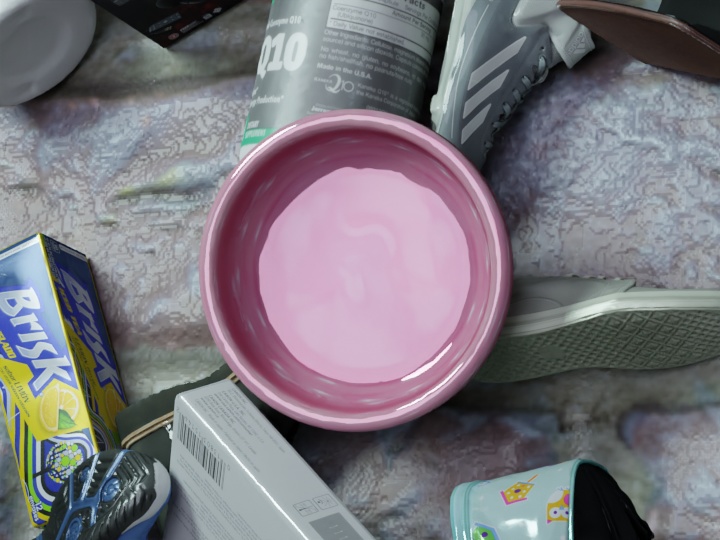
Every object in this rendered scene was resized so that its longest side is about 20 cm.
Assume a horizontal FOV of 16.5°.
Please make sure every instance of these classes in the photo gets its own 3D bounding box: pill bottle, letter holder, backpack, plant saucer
[{"bbox_3d":[-0.291,-0.223,1.812,0.114,0.114,0.200,-46,63,9],"label":"pill bottle"},{"bbox_3d":[0.179,-0.193,1.509,0.101,0.142,0.200,-62,19,0],"label":"letter holder"},{"bbox_3d":[0.110,0.217,1.474,0.153,0.176,0.200,-9,63,24],"label":"backpack"},{"bbox_3d":[-0.007,-0.153,1.659,0.113,0.113,0.200,7,80,27],"label":"pill bottle"},{"bbox_3d":[0.000,0.000,1.560,0.200,0.051,0.201,0,90,16],"label":"plant saucer"}]

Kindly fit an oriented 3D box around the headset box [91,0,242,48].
[{"bbox_3d":[-0.135,-0.248,1.695,0.149,0.200,0.077,-30,66,15],"label":"headset box"}]

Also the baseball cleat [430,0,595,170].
[{"bbox_3d":[0.097,-0.125,1.628,0.106,0.070,0.200,9,96,3],"label":"baseball cleat"}]

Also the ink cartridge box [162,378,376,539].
[{"bbox_3d":[-0.057,0.195,1.549,0.200,0.045,0.176,45,139,40],"label":"ink cartridge box"}]

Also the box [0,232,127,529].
[{"bbox_3d":[-0.207,0.080,1.720,0.064,0.070,0.200,-25,68,17],"label":"box"}]

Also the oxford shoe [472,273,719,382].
[{"bbox_3d":[0.150,0.027,1.567,0.200,0.075,0.058,-7,50,23],"label":"oxford shoe"}]

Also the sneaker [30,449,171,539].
[{"bbox_3d":[-0.170,0.186,1.637,0.200,0.077,0.076,-49,31,41],"label":"sneaker"}]

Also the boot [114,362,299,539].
[{"bbox_3d":[-0.059,0.128,1.643,0.200,0.077,0.138,-27,72,30],"label":"boot"}]
